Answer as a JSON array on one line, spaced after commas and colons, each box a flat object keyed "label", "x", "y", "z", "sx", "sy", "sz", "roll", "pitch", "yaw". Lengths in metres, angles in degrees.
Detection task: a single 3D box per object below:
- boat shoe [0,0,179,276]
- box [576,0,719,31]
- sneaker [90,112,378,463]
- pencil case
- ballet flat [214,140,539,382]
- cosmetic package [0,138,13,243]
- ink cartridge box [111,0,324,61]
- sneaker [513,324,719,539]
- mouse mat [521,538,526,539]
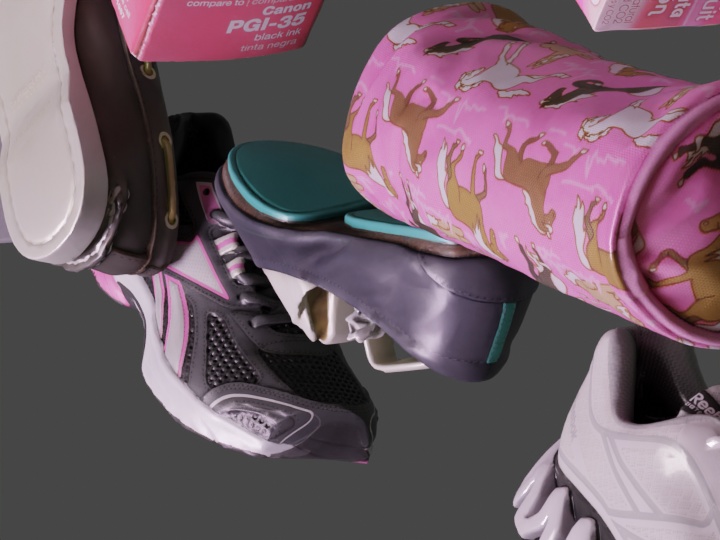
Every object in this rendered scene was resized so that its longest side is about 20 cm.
[{"label": "boat shoe", "x": -0.116, "y": -0.086, "z": 1.162, "sx": 0.072, "sy": 0.060, "sz": 0.202, "roll": -36, "pitch": 51, "yaw": 37}, {"label": "box", "x": 0.114, "y": -0.172, "z": 0.757, "sx": 0.103, "sy": 0.094, "sz": 0.200, "roll": 63, "pitch": 146, "yaw": 37}, {"label": "sneaker", "x": -0.053, "y": 0.001, "z": 1.146, "sx": 0.200, "sy": 0.080, "sz": 0.087, "roll": 46, "pitch": 124, "yaw": 43}, {"label": "pencil case", "x": 0.069, "y": -0.035, "z": 0.879, "sx": 0.200, "sy": 0.086, "sz": 0.083, "roll": 24, "pitch": 94, "yaw": 60}, {"label": "ballet flat", "x": 0.000, "y": 0.000, "z": 1.047, "sx": 0.200, "sy": 0.073, "sz": 0.073, "roll": 23, "pitch": 115, "yaw": 58}, {"label": "cosmetic package", "x": -0.209, "y": -0.048, "z": 1.309, "sx": 0.113, "sy": 0.199, "sz": 0.082, "roll": 180, "pitch": 86, "yaw": -66}, {"label": "ink cartridge box", "x": -0.048, "y": -0.201, "z": 1.088, "sx": 0.200, "sy": 0.082, "sz": 0.147, "roll": -61, "pitch": 42, "yaw": 49}, {"label": "sneaker", "x": 0.113, "y": 0.086, "z": 0.838, "sx": 0.200, "sy": 0.075, "sz": 0.081, "roll": 46, "pitch": 125, "yaw": 51}, {"label": "mouse mat", "x": 0.080, "y": 0.195, "z": 0.989, "sx": 0.161, "sy": 0.008, "sz": 0.201, "roll": -56, "pitch": 45, "yaw": 52}]
